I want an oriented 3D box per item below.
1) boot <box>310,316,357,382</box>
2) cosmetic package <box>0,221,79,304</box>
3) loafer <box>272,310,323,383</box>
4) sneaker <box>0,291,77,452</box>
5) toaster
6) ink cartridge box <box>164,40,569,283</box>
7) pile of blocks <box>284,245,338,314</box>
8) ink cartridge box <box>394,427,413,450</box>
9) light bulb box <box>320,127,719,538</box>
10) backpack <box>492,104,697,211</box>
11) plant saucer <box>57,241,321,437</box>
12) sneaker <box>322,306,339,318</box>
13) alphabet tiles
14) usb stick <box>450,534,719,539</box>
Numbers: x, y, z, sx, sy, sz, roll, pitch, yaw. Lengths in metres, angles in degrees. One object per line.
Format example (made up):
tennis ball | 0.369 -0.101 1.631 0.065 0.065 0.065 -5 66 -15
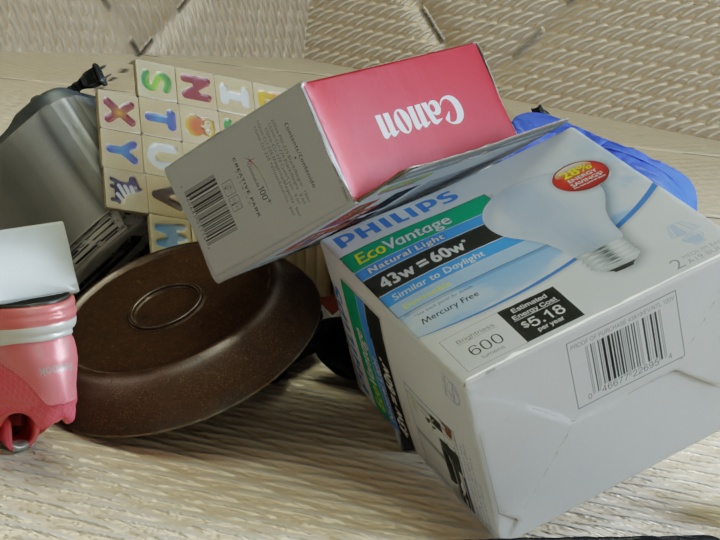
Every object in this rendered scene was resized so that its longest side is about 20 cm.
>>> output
boot | 0.020 0.045 1.378 0.164 0.066 0.200 11 17 30
cosmetic package | -0.295 0.020 1.116 0.150 0.052 0.199 -13 -3 -40
loafer | -0.087 0.050 1.290 0.071 0.074 0.200 -11 -3 18
sneaker | -0.233 0.073 1.076 0.073 0.087 0.200 -10 -5 -35
toaster | -0.225 -0.045 1.324 0.129 0.200 0.114 53 16 15
ink cartridge box | 0.009 -0.081 1.117 0.175 0.084 0.200 -27 -3 38
pile of blocks | 0.000 0.000 1.231 0.199 0.063 0.082 16 22 36
ink cartridge box | 0.110 0.035 1.225 0.196 0.047 0.200 -11 32 2
light bulb box | 0.110 0.032 1.072 0.197 0.126 0.200 -25 33 -15
backpack | 0.210 -0.037 1.646 0.199 0.164 0.168 22 23 10
plant saucer | -0.126 0.036 1.161 0.199 0.035 0.201 -13 32 8
sneaker | -0.093 -0.006 1.490 0.129 0.080 0.199 24 29 31
alphabet tiles | -0.103 -0.077 1.307 0.199 0.168 0.006 8 -31 -30
usb stick | 0.114 0.160 0.930 0.198 0.033 0.055 2 5 -22
